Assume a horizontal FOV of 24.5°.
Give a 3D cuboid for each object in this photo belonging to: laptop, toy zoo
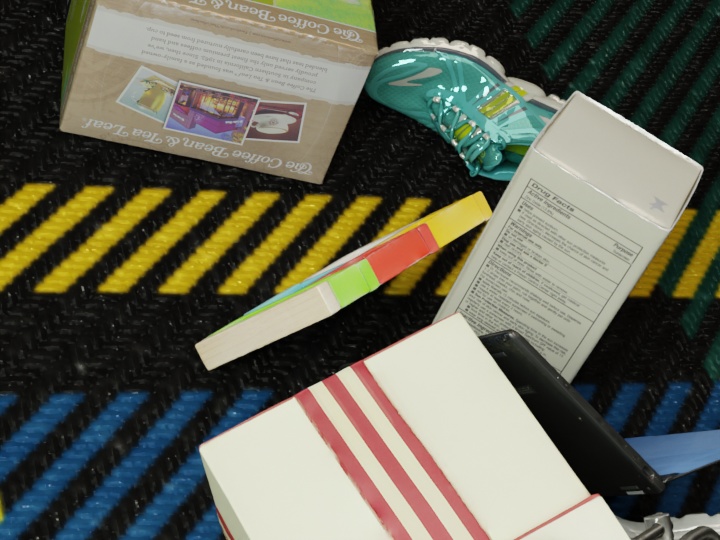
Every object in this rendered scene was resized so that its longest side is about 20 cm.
[{"bbox_3d":[0.127,0.075,0.989,0.200,0.187,0.116,45,62,-16],"label":"laptop"},{"bbox_3d":[0.000,0.000,1.076,0.200,0.131,0.021,-31,94,-43],"label":"toy zoo"}]

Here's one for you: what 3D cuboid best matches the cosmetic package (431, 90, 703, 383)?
[{"bbox_3d":[0.126,-0.002,1.082,0.103,0.200,0.087,33,41,6],"label":"cosmetic package"}]

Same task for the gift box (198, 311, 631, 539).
[{"bbox_3d":[0.027,0.157,0.844,0.184,0.200,0.187,-30,59,-9],"label":"gift box"}]

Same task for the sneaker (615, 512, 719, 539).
[{"bbox_3d":[0.176,0.198,1.009,0.199,0.075,0.085,6,50,-9],"label":"sneaker"}]

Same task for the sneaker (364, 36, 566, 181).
[{"bbox_3d":[0.094,-0.116,1.286,0.199,0.078,0.080,23,50,-4],"label":"sneaker"}]

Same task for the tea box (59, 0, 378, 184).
[{"bbox_3d":[-0.106,-0.189,1.210,0.199,0.134,0.197,10,44,-18],"label":"tea box"}]

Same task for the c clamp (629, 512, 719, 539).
[{"bbox_3d":[0.187,0.225,0.915,0.171,0.027,0.201,-15,92,-64],"label":"c clamp"}]
